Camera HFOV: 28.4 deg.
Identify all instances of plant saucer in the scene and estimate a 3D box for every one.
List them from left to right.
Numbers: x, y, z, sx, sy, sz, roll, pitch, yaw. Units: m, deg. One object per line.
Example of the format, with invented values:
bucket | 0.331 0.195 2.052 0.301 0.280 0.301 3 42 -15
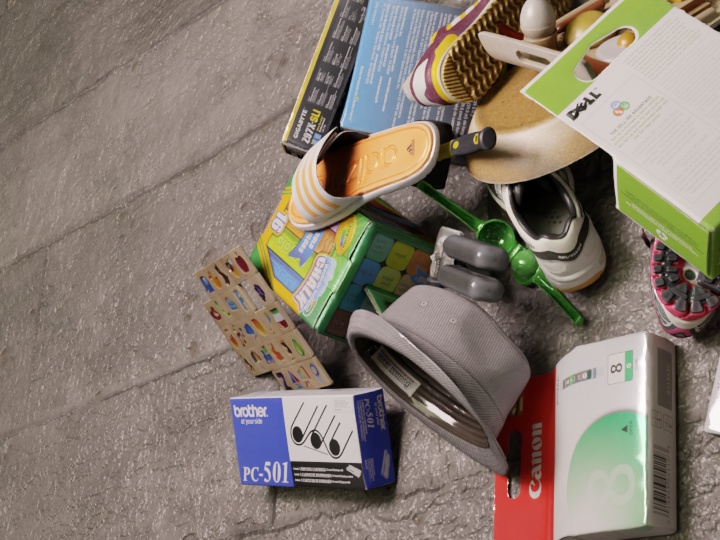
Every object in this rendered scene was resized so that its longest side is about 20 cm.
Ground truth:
plant saucer | 0.173 -0.156 1.280 0.199 0.036 0.201 -28 27 15

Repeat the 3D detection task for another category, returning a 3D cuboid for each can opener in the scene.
can opener | 0.106 -0.004 1.289 0.200 0.066 0.054 -151 72 -77

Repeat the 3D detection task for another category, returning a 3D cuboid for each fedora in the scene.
fedora | 0.082 0.083 1.272 0.090 0.177 0.199 -46 47 -15

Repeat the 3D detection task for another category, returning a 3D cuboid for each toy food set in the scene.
toy food set | 0.220 -0.230 1.242 0.199 0.061 0.143 -33 33 -22

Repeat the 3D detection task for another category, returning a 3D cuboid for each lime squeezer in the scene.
lime squeezer | 0.140 -0.019 1.314 0.200 0.071 0.038 43 87 19

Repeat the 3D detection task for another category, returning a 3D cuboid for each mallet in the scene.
mallet | 0.085 -0.120 1.283 0.200 0.041 0.067 153 123 -74

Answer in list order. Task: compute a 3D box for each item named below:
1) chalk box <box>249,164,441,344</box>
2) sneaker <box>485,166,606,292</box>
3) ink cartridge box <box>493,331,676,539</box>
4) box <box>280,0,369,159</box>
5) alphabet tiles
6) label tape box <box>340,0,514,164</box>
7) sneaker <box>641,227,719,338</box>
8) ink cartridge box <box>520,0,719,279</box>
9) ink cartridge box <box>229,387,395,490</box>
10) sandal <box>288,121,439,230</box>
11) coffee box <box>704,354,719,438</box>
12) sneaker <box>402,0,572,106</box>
chalk box | 0.000 0.000 1.419 0.200 0.124 0.125 39 104 49
sneaker | 0.158 -0.077 1.283 0.075 0.088 0.201 -33 50 4
ink cartridge box | 0.176 0.150 1.206 0.199 0.050 0.163 -17 61 42
box | -0.029 -0.219 1.545 0.160 0.049 0.202 -70 1 -89
alphabet tiles | -0.110 0.061 1.505 0.008 0.168 0.200 -36 5 -23
label tape box | 0.093 -0.184 1.420 0.198 0.063 0.146 12 80 10
sneaker | 0.267 -0.043 1.169 0.080 0.075 0.202 10 65 9
ink cartridge box | 0.249 -0.115 1.124 0.148 0.076 0.200 -42 60 -12
ink cartridge box | -0.051 0.170 1.441 0.199 0.044 0.095 -6 92 48
sandal | -0.013 -0.101 1.331 0.206 0.059 0.080 -22 57 45
coffee box | 0.330 0.036 1.024 0.079 0.114 0.202 4 75 50
sneaker | 0.118 -0.230 1.357 0.200 0.075 0.090 -43 23 -27
